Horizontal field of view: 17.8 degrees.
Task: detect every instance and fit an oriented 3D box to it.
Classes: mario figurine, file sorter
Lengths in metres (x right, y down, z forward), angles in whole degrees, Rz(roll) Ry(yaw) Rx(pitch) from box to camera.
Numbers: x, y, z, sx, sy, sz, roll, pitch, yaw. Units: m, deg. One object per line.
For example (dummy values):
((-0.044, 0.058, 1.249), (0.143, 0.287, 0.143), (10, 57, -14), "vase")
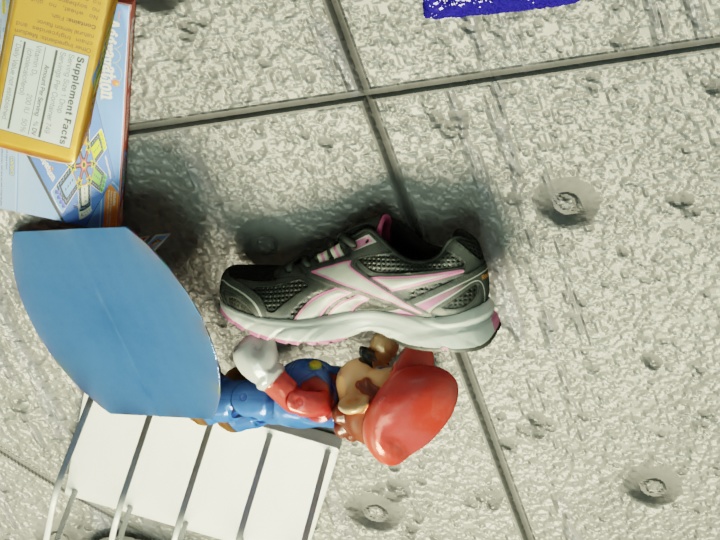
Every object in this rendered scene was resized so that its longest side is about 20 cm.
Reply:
((-0.021, 0.074, 1.645), (0.199, 0.123, 0.106), (1, 115, 28), "mario figurine")
((-0.133, 0.188, 1.746), (0.199, 0.125, 0.139), (16, 133, -1), "file sorter")

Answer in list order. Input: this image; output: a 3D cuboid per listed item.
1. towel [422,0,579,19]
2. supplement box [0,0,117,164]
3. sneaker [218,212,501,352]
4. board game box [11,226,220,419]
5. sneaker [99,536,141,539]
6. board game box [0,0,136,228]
((0.118, -0.218, 1.379), (0.199, 0.050, 0.148), (-5, 129, 17), "towel")
((-0.187, -0.170, 1.459), (0.068, 0.067, 0.201), (17, 123, -4), "supplement box")
((0.000, 0.000, 1.597), (0.199, 0.080, 0.087), (2, 108, 14), "sneaker")
((-0.164, 0.029, 1.652), (0.199, 0.039, 0.159), (-1, 121, 47), "board game box")
((-0.134, 0.285, 1.848), (0.199, 0.100, 0.078), (10, 133, 4), "sneaker")
((-0.208, -0.115, 1.566), (0.102, 0.019, 0.201), (13, 132, 3), "board game box")
